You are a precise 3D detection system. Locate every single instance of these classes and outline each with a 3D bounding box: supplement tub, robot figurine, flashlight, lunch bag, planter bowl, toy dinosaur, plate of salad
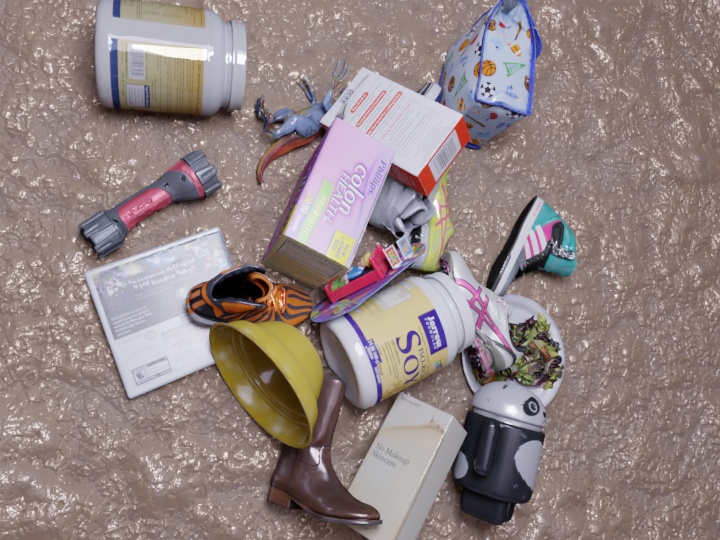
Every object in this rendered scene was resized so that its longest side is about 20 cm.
[{"bbox_3d":[0.054,0.097,0.947,0.197,0.145,0.148,-23,88,-20],"label":"supplement tub"},{"bbox_3d":[-0.266,-0.298,0.909,0.196,0.144,0.148,1,80,-18],"label":"supplement tub"},{"bbox_3d":[0.212,0.272,0.971,0.122,0.150,0.204,15,84,-8],"label":"robot figurine"},{"bbox_3d":[-0.293,-0.092,0.905,0.199,0.068,0.068,-39,89,-21],"label":"flashlight"},{"bbox_3d":[0.208,-0.328,1.059,0.121,0.170,0.205,10,77,-19],"label":"lunch bag"},{"bbox_3d":[-0.109,0.132,0.866,0.083,0.200,0.202,-37,93,-34],"label":"planter bowl"},{"bbox_3d":[-0.075,-0.242,1.021,0.178,0.105,0.204,2,114,-28],"label":"toy dinosaur"},{"bbox_3d":[0.260,0.139,1.061,0.196,0.048,0.205,4,79,-18],"label":"plate of salad"}]

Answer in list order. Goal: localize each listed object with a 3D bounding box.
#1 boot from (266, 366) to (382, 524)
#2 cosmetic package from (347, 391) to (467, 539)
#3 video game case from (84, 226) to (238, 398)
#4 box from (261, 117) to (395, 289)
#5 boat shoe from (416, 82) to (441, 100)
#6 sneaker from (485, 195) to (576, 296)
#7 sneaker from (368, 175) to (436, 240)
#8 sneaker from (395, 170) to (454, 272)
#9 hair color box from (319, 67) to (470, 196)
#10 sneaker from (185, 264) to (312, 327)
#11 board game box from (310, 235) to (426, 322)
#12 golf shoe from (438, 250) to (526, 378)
[{"bbox_3d":[-0.037,0.237,0.897,0.183,0.064,0.204,6,74,23],"label":"boot"},{"bbox_3d":[0.061,0.293,0.929,0.202,0.102,0.073,-60,141,-18],"label":"cosmetic package"},{"bbox_3d":[-0.263,0.056,0.914,0.197,0.023,0.185,-21,88,-20],"label":"video game case"},{"bbox_3d":[-0.052,-0.085,0.914,0.095,0.200,0.179,26,74,-12],"label":"box"},{"bbox_3d":[0.058,-0.246,1.050,0.056,0.069,0.201,42,73,-7],"label":"boat shoe"},{"bbox_3d":[0.299,-0.015,1.086,0.120,0.084,0.202,33,71,0],"label":"sneaker"},{"bbox_3d":[0.079,-0.143,0.985,0.075,0.114,0.202,26,97,-46],"label":"sneaker"},{"bbox_3d":[0.115,-0.089,1.045,0.089,0.077,0.204,23,74,-34],"label":"sneaker"},{"bbox_3d":[0.049,-0.206,0.944,0.199,0.064,0.112,35,83,30],"label":"hair color box"},{"bbox_3d":[-0.132,0.043,0.890,0.197,0.111,0.079,2,73,-39],"label":"sneaker"},{"bbox_3d":[0.000,0.000,0.936,0.199,0.157,0.039,-37,103,-20],"label":"board game box"},{"bbox_3d":[0.186,0.058,1.000,0.091,0.073,0.203,-24,91,-6],"label":"golf shoe"}]
